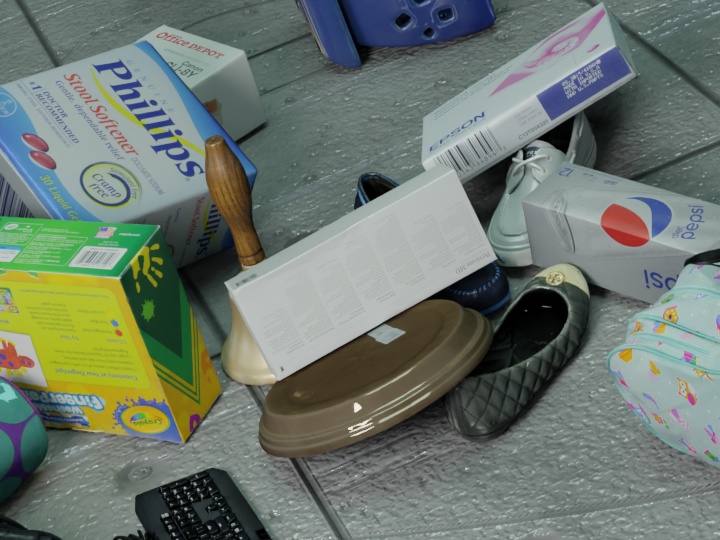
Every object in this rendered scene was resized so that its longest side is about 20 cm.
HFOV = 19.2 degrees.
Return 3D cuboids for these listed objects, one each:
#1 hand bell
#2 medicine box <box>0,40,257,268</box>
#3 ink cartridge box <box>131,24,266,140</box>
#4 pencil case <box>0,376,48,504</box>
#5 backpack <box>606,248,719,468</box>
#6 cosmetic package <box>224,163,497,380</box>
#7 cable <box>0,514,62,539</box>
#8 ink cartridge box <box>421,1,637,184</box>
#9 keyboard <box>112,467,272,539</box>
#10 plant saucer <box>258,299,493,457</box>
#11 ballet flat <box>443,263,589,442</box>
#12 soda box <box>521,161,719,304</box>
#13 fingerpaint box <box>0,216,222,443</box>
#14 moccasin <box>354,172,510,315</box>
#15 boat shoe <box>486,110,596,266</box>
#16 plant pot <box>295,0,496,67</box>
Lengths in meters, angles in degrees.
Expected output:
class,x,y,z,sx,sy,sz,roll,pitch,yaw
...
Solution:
class,x,y,z,sx,sy,sz,roll,pitch,yaw
hand bell,-0.088,-0.019,1.701,0.103,0.201,0.104,-11,32,7
medicine box,-0.225,-0.085,1.856,0.199,0.103,0.182,-24,61,-35
ink cartridge box,-0.215,-0.148,2.068,0.200,0.084,0.145,-35,36,-27
pencil case,-0.335,0.169,1.634,0.092,0.086,0.200,27,50,28
backpack,0.268,0.067,1.456,0.126,0.168,0.199,-37,31,-22
cosmetic package,0.000,0.000,1.670,0.199,0.083,0.051,-28,13,-7
cable,-0.249,0.197,1.483,0.199,0.163,0.051,31,98,28
ink cartridge box,0.143,-0.160,1.869,0.196,0.043,0.200,-32,17,12
keyboard,-0.116,0.201,1.528,0.103,0.040,0.200,-24,32,-13
plant saucer,0.007,0.077,1.615,0.199,0.030,0.200,-26,15,7
ballet flat,0.124,0.054,1.627,0.066,0.057,0.200,6,38,30
soda box,0.226,-0.021,1.672,0.199,0.069,0.063,20,47,36
fingerpaint box,-0.230,0.045,1.699,0.199,0.168,0.073,3,38,30
moccasin,0.047,-0.022,1.768,0.080,0.069,0.200,-32,37,-23
boat shoe,0.155,-0.080,1.808,0.072,0.069,0.200,4,37,30
plant pot,0.007,-0.333,2.151,0.179,0.201,0.200,-23,33,0
